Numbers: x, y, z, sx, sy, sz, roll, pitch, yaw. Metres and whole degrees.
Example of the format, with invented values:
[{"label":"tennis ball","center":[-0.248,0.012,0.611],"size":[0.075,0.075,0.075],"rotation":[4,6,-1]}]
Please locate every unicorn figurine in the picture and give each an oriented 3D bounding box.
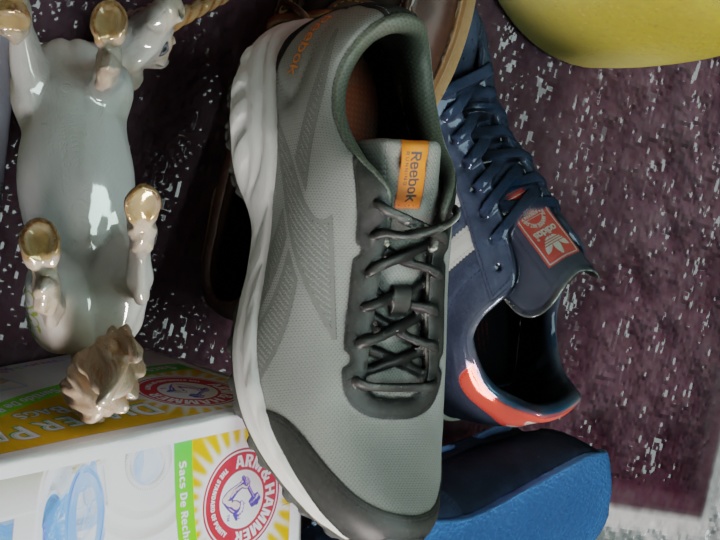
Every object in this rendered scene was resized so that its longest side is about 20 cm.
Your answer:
[{"label":"unicorn figurine","center":[-0.092,-0.042,0.948],"size":[0.137,0.074,0.201],"rotation":[97,4,-73]}]

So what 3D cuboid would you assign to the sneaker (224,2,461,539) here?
[{"label":"sneaker","center":[0.000,0.000,0.971],"size":[0.074,0.079,0.201],"rotation":[3,74,-38]}]

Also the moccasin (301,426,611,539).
[{"label":"moccasin","center":[0.019,0.117,1.148],"size":[0.200,0.068,0.081],"rotation":[-15,118,-41]}]

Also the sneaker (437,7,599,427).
[{"label":"sneaker","center":[0.055,-0.028,1.132],"size":[0.075,0.084,0.201],"rotation":[-29,119,-37]}]

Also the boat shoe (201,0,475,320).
[{"label":"boat shoe","center":[-0.009,-0.072,1.065],"size":[0.070,0.070,0.201],"rotation":[12,91,-50]}]

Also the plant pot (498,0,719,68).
[{"label":"plant pot","center":[0.162,-0.177,1.162],"size":[0.200,0.142,0.201],"rotation":[-13,109,-43]}]

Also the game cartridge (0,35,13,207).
[{"label":"game cartridge","center":[-0.177,-0.066,0.925],"size":[0.133,0.041,0.201],"rotation":[-2,102,-49]}]

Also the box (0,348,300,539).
[{"label":"box","center":[-0.124,0.100,0.971],"size":[0.200,0.101,0.113],"rotation":[-9,107,-44]}]
